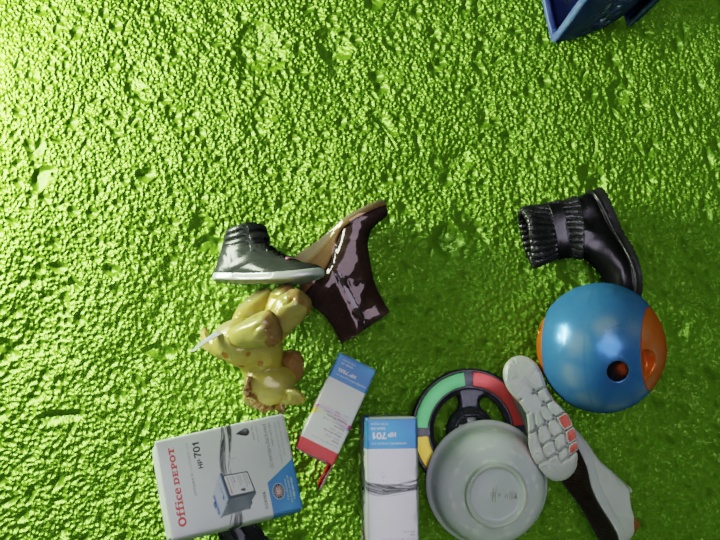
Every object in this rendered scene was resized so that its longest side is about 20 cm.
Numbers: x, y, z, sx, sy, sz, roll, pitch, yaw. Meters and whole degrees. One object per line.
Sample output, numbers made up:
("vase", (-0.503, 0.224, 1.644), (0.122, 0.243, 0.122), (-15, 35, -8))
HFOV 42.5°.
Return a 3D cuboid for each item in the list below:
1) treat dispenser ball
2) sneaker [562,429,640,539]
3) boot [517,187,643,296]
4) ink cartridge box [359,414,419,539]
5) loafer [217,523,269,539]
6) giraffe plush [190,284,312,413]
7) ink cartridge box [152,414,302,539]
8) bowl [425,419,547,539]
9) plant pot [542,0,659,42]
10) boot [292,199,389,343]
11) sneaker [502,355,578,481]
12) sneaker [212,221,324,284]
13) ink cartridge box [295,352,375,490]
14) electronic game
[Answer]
("treat dispenser ball", (0.376, 0.121, 1.452), (0.198, 0.201, 0.204), (0, 82, -2))
("sneaker", (0.384, 0.341, 1.502), (0.084, 0.073, 0.202), (-16, 76, -35))
("boot", (0.358, -0.025, 1.530), (0.156, 0.080, 0.213), (-17, 73, -11))
("ink cartridge box", (0.044, 0.328, 1.438), (0.085, 0.146, 0.203), (1, 82, -3))
("loafer", (-0.213, 0.366, 1.468), (0.070, 0.068, 0.202), (-27, 79, -27))
("giraffe plush", (-0.148, 0.139, 1.464), (0.199, 0.172, 0.164), (-33, 106, -16))
("ink cartridge box", (-0.202, 0.313, 1.397), (0.197, 0.086, 0.148), (-10, 76, -18))
("bowl", (0.204, 0.341, 1.442), (0.198, 0.090, 0.204), (0, 91, -2))
("plant pot", (0.411, -0.517, 1.544), (0.177, 0.200, 0.203), (-7, 82, -9))
("boot", (0.000, 0.000, 1.522), (0.199, 0.072, 0.167), (-37, 87, 0))
("sneaker", (0.288, 0.231, 1.464), (0.076, 0.082, 0.202), (-20, 77, 5))
("sneaker", (-0.148, -0.030, 1.492), (0.197, 0.071, 0.101), (1, 81, 24))
("ink cartridge box", (-0.048, 0.236, 1.462), (0.067, 0.116, 0.202), (25, 82, 0))
("electronic game", (0.178, 0.261, 1.506), (0.197, 0.042, 0.203), (0, 82, -2))
